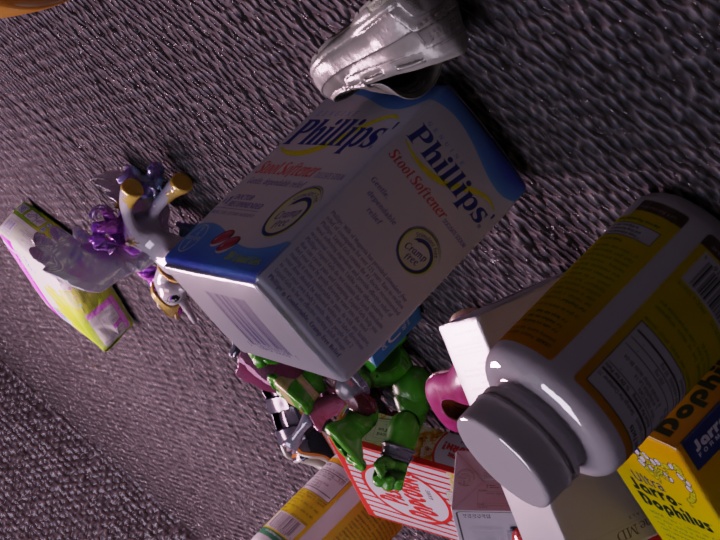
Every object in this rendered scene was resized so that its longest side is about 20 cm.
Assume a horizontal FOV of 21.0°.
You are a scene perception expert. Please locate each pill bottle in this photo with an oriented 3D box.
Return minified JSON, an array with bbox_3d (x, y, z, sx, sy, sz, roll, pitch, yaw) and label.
[{"bbox_3d":[0.155,0.052,1.225,0.109,0.200,0.109,41,163,16],"label":"pill bottle"},{"bbox_3d":[-0.018,0.274,2.170,0.113,0.200,0.113,41,162,16],"label":"pill bottle"}]

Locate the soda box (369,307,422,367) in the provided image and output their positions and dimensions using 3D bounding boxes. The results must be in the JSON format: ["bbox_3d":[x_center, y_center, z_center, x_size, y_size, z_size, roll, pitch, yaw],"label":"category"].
[{"bbox_3d":[0.000,0.000,1.712,0.064,0.068,0.200,37,161,25],"label":"soda box"}]

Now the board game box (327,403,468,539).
[{"bbox_3d":[0.080,0.215,1.969,0.200,0.046,0.152,13,148,30],"label":"board game box"}]

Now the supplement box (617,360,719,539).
[{"bbox_3d":[0.259,0.139,1.338,0.200,0.109,0.109,54,162,-28],"label":"supplement box"}]

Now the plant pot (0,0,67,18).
[{"bbox_3d":[-0.224,-0.289,1.395,0.183,0.200,0.200,1,134,47],"label":"plant pot"}]

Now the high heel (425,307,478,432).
[{"bbox_3d":[0.103,0.120,1.707,0.200,0.067,0.096,100,158,-57],"label":"high heel"}]

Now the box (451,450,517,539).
[{"bbox_3d":[0.151,0.238,1.823,0.116,0.060,0.200,-1,149,10],"label":"box"}]

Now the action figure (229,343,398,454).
[{"bbox_3d":[-0.032,0.114,2.073,0.200,0.134,0.149,22,111,28],"label":"action figure"}]

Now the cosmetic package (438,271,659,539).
[{"bbox_3d":[0.151,0.109,1.418,0.200,0.113,0.081,66,160,0],"label":"cosmetic package"}]

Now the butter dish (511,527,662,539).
[{"bbox_3d":[0.181,0.178,1.553,0.199,0.148,0.200,47,164,-2],"label":"butter dish"}]

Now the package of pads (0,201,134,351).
[{"bbox_3d":[-0.414,0.013,2.751,0.154,0.068,0.200,33,160,38],"label":"package of pads"}]

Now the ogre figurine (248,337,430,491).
[{"bbox_3d":[-0.003,0.108,1.887,0.200,0.120,0.098,42,167,19],"label":"ogre figurine"}]

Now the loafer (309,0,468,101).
[{"bbox_3d":[0.018,-0.145,1.324,0.070,0.070,0.200,55,163,-2],"label":"loafer"}]

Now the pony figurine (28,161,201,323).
[{"bbox_3d":[-0.235,-0.037,2.101,0.193,0.167,0.200,37,148,2],"label":"pony figurine"}]

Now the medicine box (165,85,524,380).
[{"bbox_3d":[-0.014,-0.033,1.409,0.103,0.200,0.182,50,163,-21],"label":"medicine box"}]

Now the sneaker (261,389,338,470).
[{"bbox_3d":[-0.070,0.174,2.281,0.200,0.079,0.078,48,164,-3],"label":"sneaker"}]
